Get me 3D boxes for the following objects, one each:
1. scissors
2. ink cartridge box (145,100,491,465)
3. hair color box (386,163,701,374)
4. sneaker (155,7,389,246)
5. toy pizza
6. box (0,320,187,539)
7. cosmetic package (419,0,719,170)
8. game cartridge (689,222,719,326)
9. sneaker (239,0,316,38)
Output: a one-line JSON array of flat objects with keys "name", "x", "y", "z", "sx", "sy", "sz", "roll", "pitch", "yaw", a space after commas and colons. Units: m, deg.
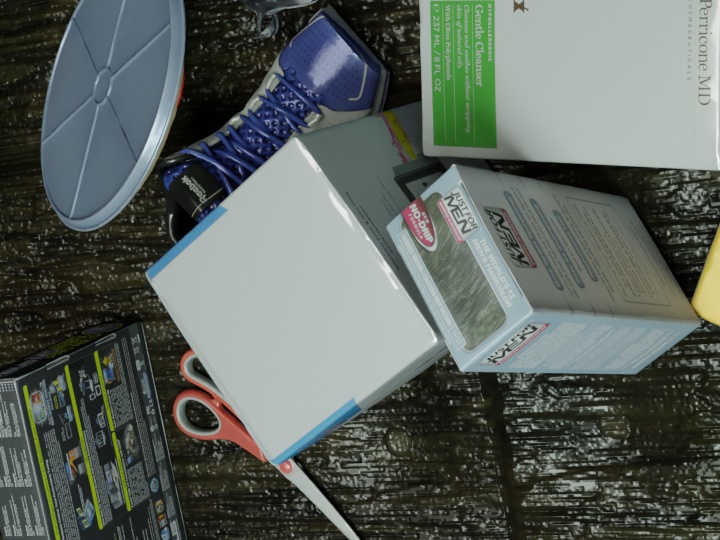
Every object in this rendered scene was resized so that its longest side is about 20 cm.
[{"name": "scissors", "x": -0.060, "y": 0.131, "z": 1.190, "sx": 0.199, "sy": 0.014, "sz": 0.074, "roll": 33, "pitch": 113, "yaw": 18}, {"name": "ink cartridge box", "x": 0.000, "y": 0.000, "z": 1.020, "sx": 0.146, "sy": 0.200, "sz": 0.147, "roll": -39, "pitch": 83, "yaw": 29}, {"name": "hair color box", "x": 0.113, "y": 0.004, "z": 0.952, "sx": 0.061, "sy": 0.199, "sz": 0.100, "roll": -40, "pitch": 63, "yaw": 28}, {"name": "sneaker", "x": -0.069, "y": -0.075, "z": 1.085, "sx": 0.081, "sy": 0.115, "sz": 0.200, "roll": 44, "pitch": 118, "yaw": 9}, {"name": "toy pizza", "x": -0.167, "y": -0.124, "z": 1.123, "sx": 0.199, "sy": 0.031, "sz": 0.202, "roll": -24, "pitch": 60, "yaw": 49}, {"name": "box", "x": -0.201, "y": 0.153, "z": 1.183, "sx": 0.044, "sy": 0.160, "sz": 0.202, "roll": -5, "pitch": 101, "yaw": 28}, {"name": "cosmetic package", "x": 0.140, "y": -0.121, "z": 0.972, "sx": 0.198, "sy": 0.085, "sz": 0.109, "roll": 5, "pitch": 103, "yaw": 35}, {"name": "game cartridge", "x": 0.309, "y": -0.033, "z": 0.956, "sx": 0.175, "sy": 0.032, "sz": 0.202, "roll": 25, "pitch": 110, "yaw": 20}, {"name": "sneaker", "x": -0.030, "y": -0.241, "z": 1.049, "sx": 0.200, "sy": 0.075, "sz": 0.114, "roll": -41, "pitch": 84, "yaw": 34}]
